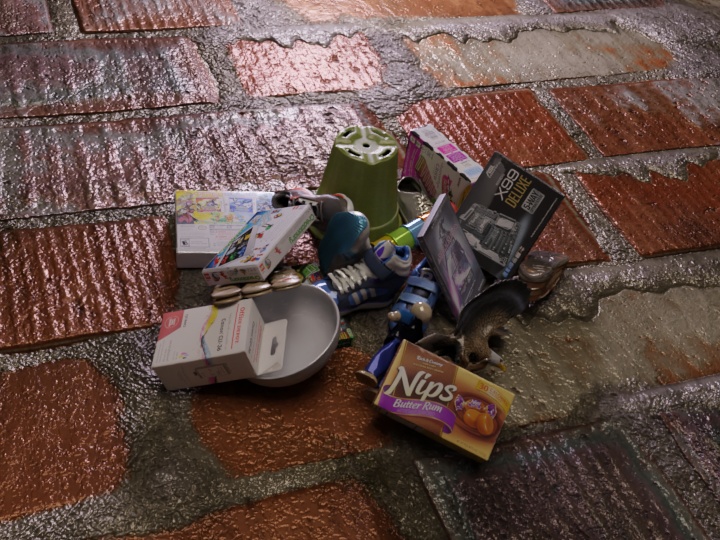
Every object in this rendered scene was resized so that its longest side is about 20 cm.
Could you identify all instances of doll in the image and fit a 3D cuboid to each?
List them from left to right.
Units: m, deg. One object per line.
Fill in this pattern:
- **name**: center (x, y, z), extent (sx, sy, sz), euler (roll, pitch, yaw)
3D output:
- **doll**: center (0.066, 0.124, 1.622), extent (0.048, 0.137, 0.200), euler (7, 43, 37)

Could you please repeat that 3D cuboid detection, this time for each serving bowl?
- **serving bowl**: center (-0.122, 0.117, 1.605), extent (0.198, 0.066, 0.201), euler (-11, 46, 11)

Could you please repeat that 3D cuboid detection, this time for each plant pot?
- **plant pot**: center (0.000, -0.171, 1.880), extent (0.198, 0.191, 0.201), euler (7, 41, -6)

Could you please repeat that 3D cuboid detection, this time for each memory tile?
- **memory tile**: center (-0.179, 0.025, 1.647), extent (0.152, 0.017, 0.200), euler (-12, 7, -6)

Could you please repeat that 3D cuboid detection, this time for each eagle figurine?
- **eagle figurine**: center (0.199, 0.113, 1.647), extent (0.151, 0.152, 0.201), euler (-3, 43, 34)

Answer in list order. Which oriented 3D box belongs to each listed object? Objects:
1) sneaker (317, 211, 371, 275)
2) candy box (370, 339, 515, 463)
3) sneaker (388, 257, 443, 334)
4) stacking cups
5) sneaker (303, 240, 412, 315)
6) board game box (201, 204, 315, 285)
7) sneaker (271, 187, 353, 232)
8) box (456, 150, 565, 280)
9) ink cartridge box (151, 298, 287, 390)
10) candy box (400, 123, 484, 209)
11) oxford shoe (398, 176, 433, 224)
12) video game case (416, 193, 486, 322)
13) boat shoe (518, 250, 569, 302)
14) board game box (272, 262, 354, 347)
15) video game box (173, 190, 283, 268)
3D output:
- **sneaker**: center (-0.016, -0.054, 1.745), extent (0.080, 0.200, 0.077), euler (-7, 72, -21)
- **candy box**: center (0.130, 0.207, 1.531), extent (0.199, 0.057, 0.117), euler (27, 75, 2)
- **sneaker**: center (0.106, 0.044, 1.746), extent (0.073, 0.083, 0.201), euler (20, 45, 9)
- **stacking cups**: center (0.104, -0.070, 1.867), extent (0.199, 0.061, 0.060), euler (-31, 55, -27)
- **sneaker**: center (0.000, 0.000, 1.698), extent (0.199, 0.147, 0.081), euler (-4, 44, -34)
- **board game box**: center (-0.178, -0.047, 1.710), extent (0.125, 0.035, 0.200), euler (-5, 32, 33)
- **sneaker**: center (-0.095, -0.111, 1.815), extent (0.081, 0.078, 0.199), euler (-4, 12, -42)
- **box**: center (0.271, -0.102, 1.841), extent (0.157, 0.201, 0.050), euler (35, 14, 10)
- **ink cartridge box**: center (-0.223, 0.115, 1.549), extent (0.198, 0.068, 0.117), euler (-10, 44, 11)
- **candy box**: center (0.171, -0.187, 1.975), extent (0.061, 0.137, 0.200), euler (-22, 50, -31)
- **oxford shoe**: center (0.123, -0.119, 1.950), extent (0.075, 0.058, 0.201), euler (-9, 48, -27)
- **video game case**: center (0.168, -0.019, 1.761), extent (0.019, 0.201, 0.143), euler (-10, 30, 31)
- **boat shoe**: center (0.345, 0.010, 1.846), extent (0.075, 0.073, 0.200), euler (14, 20, 28)
- **board game box**: center (-0.093, 0.064, 1.727), extent (0.104, 0.024, 0.201), euler (-10, 46, -19)
- **video game box**: center (-0.253, -0.079, 1.833), extent (0.198, 0.047, 0.183), euler (1, 45, -12)
